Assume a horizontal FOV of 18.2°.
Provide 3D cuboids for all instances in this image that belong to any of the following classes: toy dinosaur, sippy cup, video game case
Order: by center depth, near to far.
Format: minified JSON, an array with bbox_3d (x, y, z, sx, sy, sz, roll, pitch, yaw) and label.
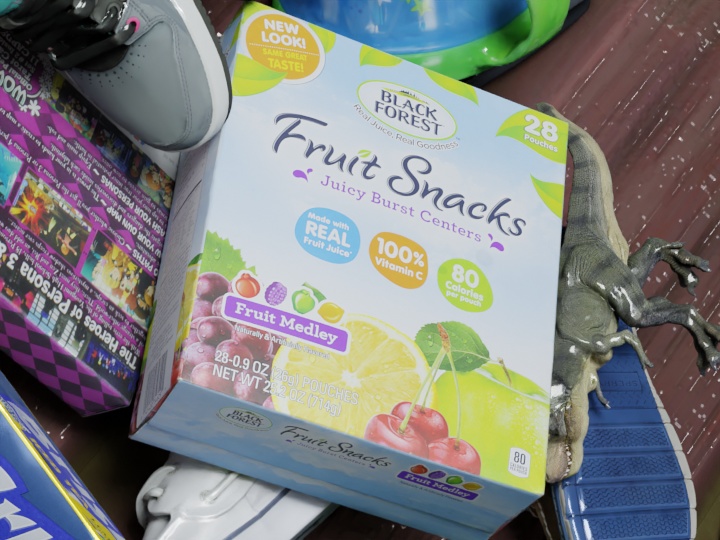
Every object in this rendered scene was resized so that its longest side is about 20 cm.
[{"bbox_3d":[-0.148,-0.066,0.961,0.200,0.036,0.181,43,46,-34],"label":"video game case"},{"bbox_3d":[0.121,0.007,1.039,0.088,0.047,0.200,15,55,-13],"label":"toy dinosaur"},{"bbox_3d":[0.021,-0.177,1.061,0.178,0.130,0.140,6,44,13],"label":"sippy cup"}]

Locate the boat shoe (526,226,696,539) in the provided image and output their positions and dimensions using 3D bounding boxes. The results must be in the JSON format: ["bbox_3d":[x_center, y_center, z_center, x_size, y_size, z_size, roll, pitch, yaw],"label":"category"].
[{"bbox_3d":[0.103,0.083,1.061,0.072,0.072,0.200,6,61,-27],"label":"boat shoe"}]

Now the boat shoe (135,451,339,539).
[{"bbox_3d":[-0.065,0.107,0.974,0.065,0.074,0.200,46,49,8],"label":"boat shoe"}]

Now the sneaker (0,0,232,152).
[{"bbox_3d":[-0.137,-0.109,0.888,0.200,0.084,0.121,51,36,-14],"label":"sneaker"}]

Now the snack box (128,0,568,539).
[{"bbox_3d":[0.000,0.000,0.985,0.169,0.068,0.200,19,54,-18],"label":"snack box"}]

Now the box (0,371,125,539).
[{"bbox_3d":[-0.115,0.127,0.862,0.064,0.070,0.200,-37,89,-3],"label":"box"}]

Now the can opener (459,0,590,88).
[{"bbox_3d":[0.061,-0.117,1.129,0.200,0.063,0.079,-32,86,-33],"label":"can opener"}]
